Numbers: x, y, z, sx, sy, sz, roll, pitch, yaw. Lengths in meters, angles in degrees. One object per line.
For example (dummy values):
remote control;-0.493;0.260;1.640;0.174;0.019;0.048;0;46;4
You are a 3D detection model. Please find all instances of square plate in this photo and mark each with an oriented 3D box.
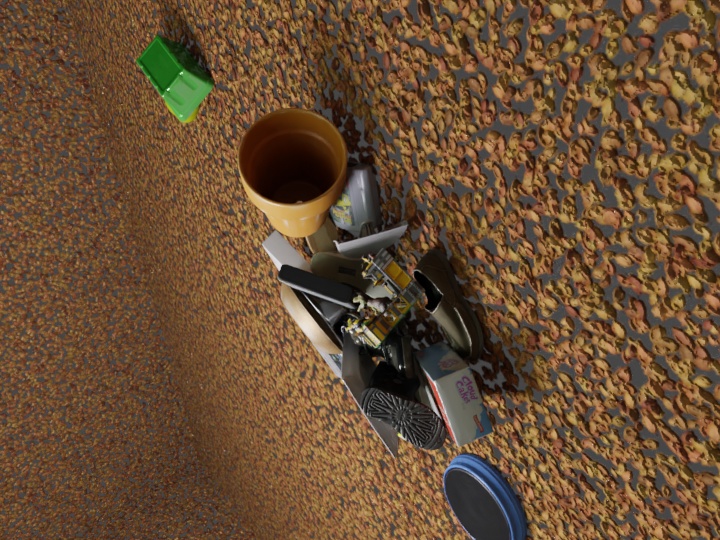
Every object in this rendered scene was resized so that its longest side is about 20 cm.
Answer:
square plate;0.025;0.236;1.208;0.201;0.028;0.201;58;-170;-17

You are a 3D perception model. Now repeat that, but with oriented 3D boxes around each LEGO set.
LEGO set;0.022;0.043;1.034;0.116;0.154;0.200;43;-178;3

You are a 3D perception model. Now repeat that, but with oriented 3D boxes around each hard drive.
hard drive;-0.071;0.035;1.155;0.135;0.034;0.200;19;175;7

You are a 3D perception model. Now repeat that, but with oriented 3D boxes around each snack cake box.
snack cake box;0.154;0.205;1.050;0.200;0.065;0.118;-133;23;-83

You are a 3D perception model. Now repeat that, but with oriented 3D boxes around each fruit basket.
fruit basket;-0.474;-0.487;1.610;0.216;0.155;0.216;45;-172;-8

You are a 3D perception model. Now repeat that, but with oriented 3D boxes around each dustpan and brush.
dustpan and brush;0.008;-0.057;1.143;0.201;0.135;0.059;105;148;-71

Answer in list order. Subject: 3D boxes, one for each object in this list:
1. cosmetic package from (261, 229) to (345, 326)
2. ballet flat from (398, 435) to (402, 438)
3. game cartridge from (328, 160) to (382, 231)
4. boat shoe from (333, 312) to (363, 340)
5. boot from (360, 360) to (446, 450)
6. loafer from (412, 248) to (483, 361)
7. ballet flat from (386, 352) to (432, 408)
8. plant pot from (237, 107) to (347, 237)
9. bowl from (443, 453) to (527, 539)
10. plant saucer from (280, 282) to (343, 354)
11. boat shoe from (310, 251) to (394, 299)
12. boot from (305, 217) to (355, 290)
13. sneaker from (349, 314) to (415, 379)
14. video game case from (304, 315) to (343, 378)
cosmetic package;-0.125;0.019;1.357;0.200;0.051;0.152;44;167;22
ballet flat;0.107;0.341;1.311;0.068;0.067;0.197;52;154;-23
game cartridge;-0.033;-0.151;1.210;0.198;0.040;0.137;21;132;51
boat shoe;-0.011;0.147;1.358;0.198;0.061;0.077;20;129;53
boot;0.086;0.238;1.106;0.162;0.067;0.200;31;-174;7
loafer;0.144;0.068;1.046;0.205;0.068;0.075;64;150;3
ballet flat;0.092;0.210;1.234;0.203;0.068;0.070;59;149;13
plant pot;-0.121;-0.163;1.143;0.202;0.197;0.185;53;164;19
bowl;0.241;0.465;1.202;0.199;0.039;0.206;37;140;39
plant saucer;-0.105;0.100;1.238;0.202;0.035;0.200;51;178;2
boat shoe;-0.001;0.001;1.192;0.194;0.072;0.072;16;105;6
boot;-0.078;-0.031;1.303;0.205;0.070;0.144;60;163;-4
sneaker;0.042;0.145;1.145;0.201;0.110;0.078;-110;9;-61
video game case;-0.071;0.184;1.443;0.202;0.023;0.181;56;161;-14
